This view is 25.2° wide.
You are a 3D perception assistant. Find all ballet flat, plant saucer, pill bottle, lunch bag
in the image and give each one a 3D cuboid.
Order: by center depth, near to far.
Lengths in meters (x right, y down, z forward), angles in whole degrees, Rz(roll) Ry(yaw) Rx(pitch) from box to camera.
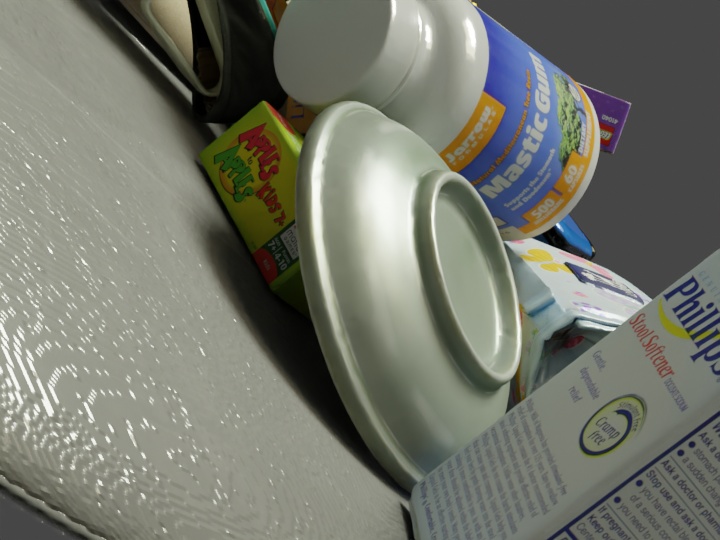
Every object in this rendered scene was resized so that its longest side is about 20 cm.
[{"bbox_3d":[0.037,0.009,0.786,0.200,0.050,0.202,48,34,-47],"label":"plant saucer"},{"bbox_3d":[-0.089,-0.169,0.861,0.068,0.068,0.202,28,-42,61],"label":"ballet flat"},{"bbox_3d":[0.044,-0.097,0.918,0.199,0.112,0.113,25,27,-49],"label":"pill bottle"},{"bbox_3d":[0.145,0.072,0.985,0.201,0.127,0.170,55,0,-20],"label":"lunch bag"}]

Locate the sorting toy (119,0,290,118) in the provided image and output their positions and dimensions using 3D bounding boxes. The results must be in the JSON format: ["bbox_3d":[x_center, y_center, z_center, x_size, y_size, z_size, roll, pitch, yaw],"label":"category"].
[{"bbox_3d":[-0.085,-0.201,0.987,0.185,0.036,0.202,47,35,-42],"label":"sorting toy"}]

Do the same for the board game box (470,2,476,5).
[{"bbox_3d":[-0.027,-0.216,1.192,0.200,0.198,0.026,41,57,-50],"label":"board game box"}]

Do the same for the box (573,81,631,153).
[{"bbox_3d":[0.081,-0.137,1.134,0.198,0.039,0.137,20,7,-4],"label":"box"}]

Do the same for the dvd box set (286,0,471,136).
[{"bbox_3d":[0.014,-0.131,0.997,0.145,0.029,0.203,8,83,-49],"label":"dvd box set"}]

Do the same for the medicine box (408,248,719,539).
[{"bbox_3d":[0.154,0.121,0.699,0.182,0.199,0.103,48,10,-20],"label":"medicine box"}]

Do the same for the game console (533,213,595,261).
[{"bbox_3d":[0.087,-0.059,1.318,0.201,0.118,0.170,54,12,16],"label":"game console"}]

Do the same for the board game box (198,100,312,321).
[{"bbox_3d":[0.000,0.000,0.877,0.200,0.047,0.102,40,15,-53],"label":"board game box"}]
